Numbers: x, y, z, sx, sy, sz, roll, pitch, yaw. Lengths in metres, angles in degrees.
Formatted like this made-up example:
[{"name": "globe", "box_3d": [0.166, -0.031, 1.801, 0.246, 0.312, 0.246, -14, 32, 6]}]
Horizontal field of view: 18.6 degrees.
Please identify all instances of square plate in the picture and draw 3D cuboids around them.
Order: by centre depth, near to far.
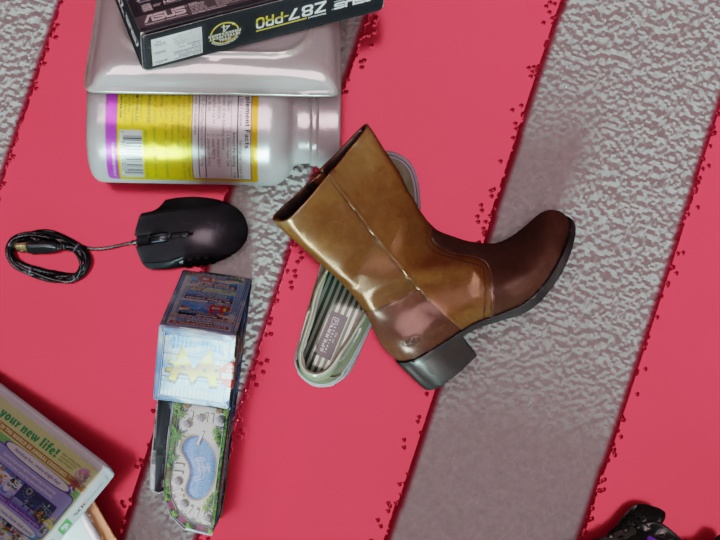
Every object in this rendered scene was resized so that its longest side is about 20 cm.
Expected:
[{"name": "square plate", "box_3d": [-0.113, -0.222, 1.740, 0.199, 0.028, 0.199, 1, 55, 0]}]

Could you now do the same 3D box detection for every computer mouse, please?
[{"name": "computer mouse", "box_3d": [-0.191, -0.024, 1.781, 0.199, 0.034, 0.059, -9, 89, 0]}]

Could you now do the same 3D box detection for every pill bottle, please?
[{"name": "pill bottle", "box_3d": [-0.115, -0.120, 1.749, 0.199, 0.104, 0.105, 1, 88, -1]}]

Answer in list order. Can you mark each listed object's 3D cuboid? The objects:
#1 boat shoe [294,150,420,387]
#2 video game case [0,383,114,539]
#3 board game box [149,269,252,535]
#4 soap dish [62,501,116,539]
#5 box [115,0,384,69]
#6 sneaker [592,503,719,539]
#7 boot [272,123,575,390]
[{"name": "boat shoe", "box_3d": [0.000, 0.000, 1.764, 0.072, 0.062, 0.201, 18, 88, 1]}, {"name": "video game case", "box_3d": [-0.319, 0.175, 1.719, 0.200, 0.022, 0.182, 32, 75, 30]}, {"name": "board game box", "box_3d": [-0.127, 0.098, 1.692, 0.061, 0.200, 0.201, 7, 87, 0]}, {"name": "soap dish", "box_3d": [-0.245, 0.279, 1.745, 0.157, 0.081, 0.201, -30, 88, -1]}, {"name": "box", "box_3d": [-0.100, -0.250, 1.714, 0.199, 0.049, 0.162, -17, 58, -13]}, {"name": "sneaker", "box_3d": [0.208, 0.237, 1.758, 0.199, 0.070, 0.100, 4, 76, 2]}, {"name": "boot", "box_3d": [0.054, -0.037, 1.728, 0.188, 0.068, 0.200, -40, 110, -3]}]
